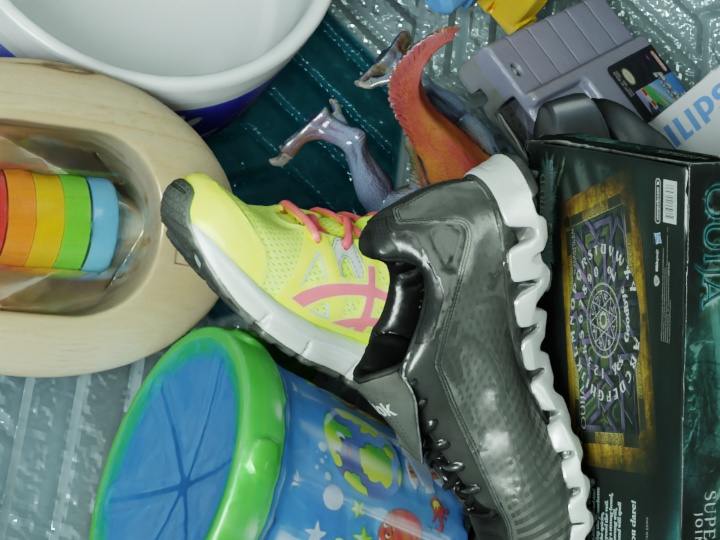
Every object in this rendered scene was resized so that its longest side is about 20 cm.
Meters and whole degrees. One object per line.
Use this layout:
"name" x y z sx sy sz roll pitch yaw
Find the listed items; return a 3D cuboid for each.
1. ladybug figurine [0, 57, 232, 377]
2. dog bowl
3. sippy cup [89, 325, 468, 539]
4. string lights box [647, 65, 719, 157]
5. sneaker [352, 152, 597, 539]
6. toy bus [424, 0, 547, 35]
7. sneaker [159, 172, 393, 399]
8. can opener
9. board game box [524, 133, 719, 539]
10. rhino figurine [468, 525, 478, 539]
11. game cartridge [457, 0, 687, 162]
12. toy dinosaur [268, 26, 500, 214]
"ladybug figurine" -0.147 -0.022 1.031 0.198 0.072 0.137 10 86 -29
"dog bowl" -0.113 -0.159 1.115 0.198 0.079 0.202 10 64 -21
"sippy cup" -0.030 0.108 1.011 0.130 0.139 0.179 21 71 -27
"string lights box" 0.221 -0.091 1.189 0.059 0.103 0.200 55 39 6
"sneaker" 0.041 0.057 0.977 0.090 0.066 0.202 -12 98 -21
"toy bus" 0.090 -0.207 1.166 0.192 0.200 0.136 -38 84 -25
"sneaker" 0.000 0.000 1.023 0.199 0.078 0.091 32 96 -34
"can opener" 0.119 0.017 1.097 0.078 0.063 0.202 -11 93 -24
"board game box" 0.110 0.048 0.981 0.028 0.135 0.202 -3 99 -24
"rhino figurine" 0.041 0.207 1.012 0.059 0.088 0.202 5 70 -6
"game cartridge" 0.146 -0.044 1.187 0.201 0.038 0.129 53 42 6
"toy dinosaur" 0.045 -0.009 1.083 0.105 0.200 0.182 -43 98 -5
